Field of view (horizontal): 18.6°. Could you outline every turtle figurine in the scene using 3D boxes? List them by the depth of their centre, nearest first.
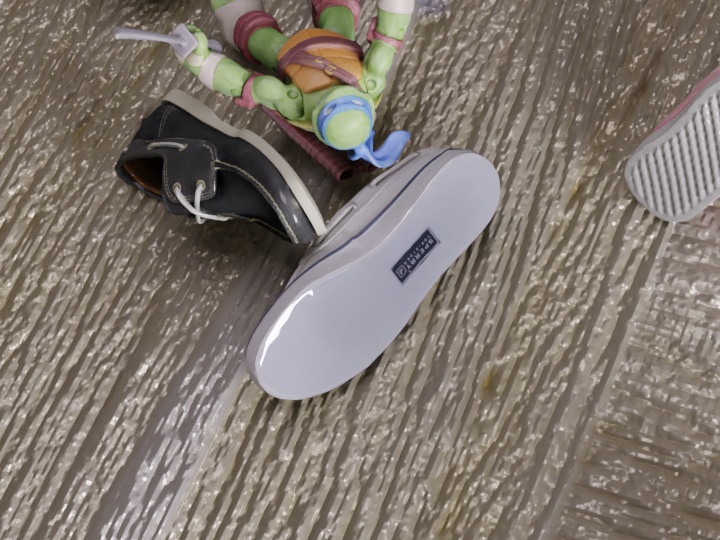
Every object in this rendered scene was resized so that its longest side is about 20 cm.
[{"bbox_3d":[-0.042,-0.167,1.371,0.144,0.200,0.194,-49,24,11],"label":"turtle figurine"}]

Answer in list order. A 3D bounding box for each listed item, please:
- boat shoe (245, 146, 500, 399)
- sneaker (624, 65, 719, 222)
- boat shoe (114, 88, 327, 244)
[{"bbox_3d":[0.000,0.000,1.332,0.200,0.074,0.065,-40,31,-20],"label":"boat shoe"},{"bbox_3d":[0.242,-0.098,1.288,0.105,0.200,0.075,-40,95,-29],"label":"sneaker"},{"bbox_3d":[-0.085,-0.051,1.350,0.068,0.072,0.200,-40,35,-14],"label":"boat shoe"}]
